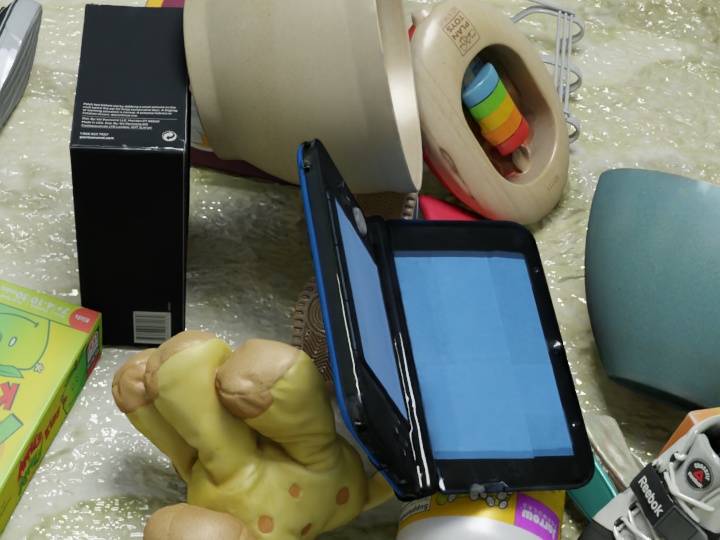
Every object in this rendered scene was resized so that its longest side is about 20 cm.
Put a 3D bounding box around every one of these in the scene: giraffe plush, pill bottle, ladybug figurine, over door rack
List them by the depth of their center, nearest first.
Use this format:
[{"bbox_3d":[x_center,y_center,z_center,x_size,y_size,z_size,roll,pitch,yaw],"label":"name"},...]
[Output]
[{"bbox_3d":[-0.079,0.155,0.916,0.200,0.172,0.163,39,57,-22],"label":"giraffe plush"},{"bbox_3d":[0.079,0.147,0.952,0.104,0.104,0.201,11,57,-1],"label":"pill bottle"},{"bbox_3d":[0.089,-0.124,1.165,0.072,0.200,0.136,2,42,50],"label":"ladybug figurine"},{"bbox_3d":[0.097,-0.195,1.274,0.199,0.067,0.148,25,46,-16],"label":"over door rack"}]

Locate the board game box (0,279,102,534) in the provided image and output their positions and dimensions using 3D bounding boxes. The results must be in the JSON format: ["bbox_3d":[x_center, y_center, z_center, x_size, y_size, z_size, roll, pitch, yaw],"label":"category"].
[{"bbox_3d":[-0.256,0.098,0.980,0.101,0.048,0.200,18,49,5],"label":"board game box"}]

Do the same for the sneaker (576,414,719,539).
[{"bbox_3d":[0.196,0.137,0.907,0.200,0.089,0.074,-38,56,-3],"label":"sneaker"}]

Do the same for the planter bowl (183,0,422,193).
[{"bbox_3d":[-0.040,-0.141,0.995,0.134,0.201,0.201,-9,48,8],"label":"planter bowl"}]

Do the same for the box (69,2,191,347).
[{"bbox_3d":[-0.156,-0.062,1.034,0.078,0.201,0.142,3,48,-4],"label":"box"}]

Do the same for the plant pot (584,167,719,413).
[{"bbox_3d":[0.240,0.028,1.056,0.199,0.200,0.135,21,84,9],"label":"plant pot"}]

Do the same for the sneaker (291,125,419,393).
[{"bbox_3d":[0.000,0.000,1.107,0.070,0.109,0.201,16,79,1],"label":"sneaker"}]

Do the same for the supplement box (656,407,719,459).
[{"bbox_3d":[0.305,0.127,1.025,0.199,0.069,0.067,-7,50,-25],"label":"supplement box"}]

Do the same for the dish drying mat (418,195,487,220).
[{"bbox_3d":[0.092,0.006,1.085,0.077,0.018,0.200,23,25,-21],"label":"dish drying mat"}]

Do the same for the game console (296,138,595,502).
[{"bbox_3d":[0.052,0.025,0.897,0.118,0.171,0.201,-18,56,9],"label":"game console"}]

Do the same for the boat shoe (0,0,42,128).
[{"bbox_3d":[-0.308,-0.148,1.167,0.071,0.072,0.201,17,50,-1],"label":"boat shoe"}]

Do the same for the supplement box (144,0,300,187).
[{"bbox_3d":[-0.078,-0.139,1.176,0.199,0.111,0.086,12,49,1],"label":"supplement box"}]

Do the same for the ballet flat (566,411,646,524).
[{"bbox_3d":[0.189,0.171,0.987,0.062,0.068,0.201,2,48,-34],"label":"ballet flat"}]
